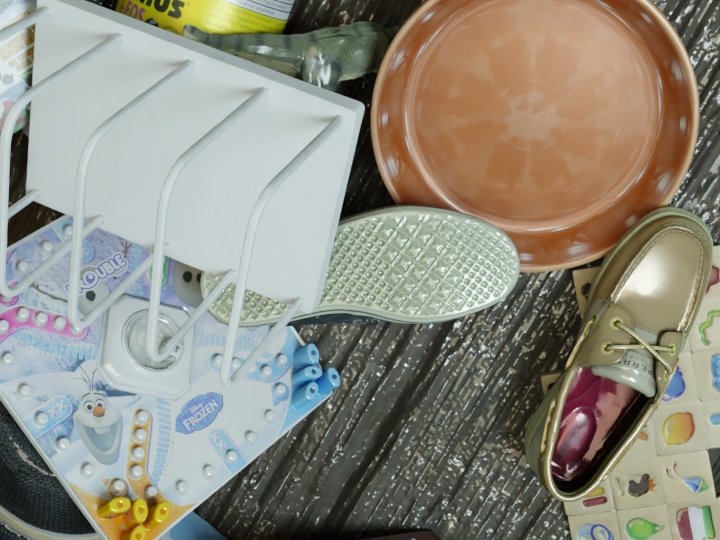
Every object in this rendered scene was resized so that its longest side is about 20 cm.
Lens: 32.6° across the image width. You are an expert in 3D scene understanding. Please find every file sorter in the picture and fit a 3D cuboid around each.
[{"bbox_3d":[-0.123,-0.042,0.679,0.200,0.125,0.139,21,125,11],"label":"file sorter"}]

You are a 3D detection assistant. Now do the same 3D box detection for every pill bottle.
[{"bbox_3d":[-0.088,-0.191,0.773,0.104,0.104,0.200,23,103,7],"label":"pill bottle"}]

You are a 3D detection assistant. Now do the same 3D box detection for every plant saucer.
[{"bbox_3d":[0.107,-0.095,0.766,0.200,0.032,0.201,3,116,6],"label":"plant saucer"}]

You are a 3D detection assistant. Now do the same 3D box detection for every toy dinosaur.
[{"bbox_3d":[-0.029,-0.117,0.770,0.047,0.200,0.088,45,132,42],"label":"toy dinosaur"}]

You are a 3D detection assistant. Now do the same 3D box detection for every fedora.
[{"bbox_3d":[-0.197,0.094,0.806,0.200,0.092,0.201,6,65,-13],"label":"fedora"}]

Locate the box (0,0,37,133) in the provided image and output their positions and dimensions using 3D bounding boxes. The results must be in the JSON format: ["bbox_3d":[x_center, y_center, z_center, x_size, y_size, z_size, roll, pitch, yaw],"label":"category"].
[{"bbox_3d":[-0.280,-0.119,0.735,0.200,0.040,0.137,-34,117,-8],"label":"box"}]

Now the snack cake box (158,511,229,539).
[{"bbox_3d":[-0.165,0.219,0.880,0.200,0.067,0.115,38,106,3],"label":"snack cake box"}]

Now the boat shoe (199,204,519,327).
[{"bbox_3d":[0.000,0.000,0.779,0.200,0.062,0.075,-7,91,8],"label":"boat shoe"}]

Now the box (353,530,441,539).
[{"bbox_3d":[0.004,0.296,0.780,0.164,0.166,0.200,-2,101,-23],"label":"box"}]

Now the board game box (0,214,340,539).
[{"bbox_3d":[-0.132,0.045,0.786,0.200,0.200,0.026,55,141,-2],"label":"board game box"}]

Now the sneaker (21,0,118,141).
[{"bbox_3d":[-0.192,-0.170,0.812,0.086,0.080,0.200,-9,99,11],"label":"sneaker"}]

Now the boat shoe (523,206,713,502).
[{"bbox_3d":[0.167,0.058,0.772,0.074,0.066,0.200,20,107,-4],"label":"boat shoe"}]

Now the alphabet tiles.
[{"bbox_3d":[0.207,0.088,0.812,0.167,0.008,0.200,-10,97,13],"label":"alphabet tiles"}]
